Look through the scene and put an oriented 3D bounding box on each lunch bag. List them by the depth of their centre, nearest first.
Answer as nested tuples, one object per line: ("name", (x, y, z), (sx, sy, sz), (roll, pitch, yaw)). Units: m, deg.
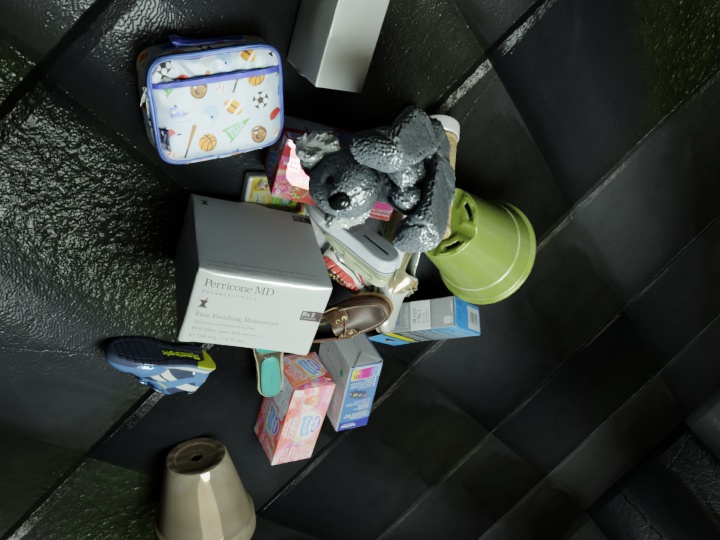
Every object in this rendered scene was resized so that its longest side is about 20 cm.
("lunch bag", (-0.203, -0.236, 0.946), (0.197, 0.076, 0.162), (-16, 130, -25))

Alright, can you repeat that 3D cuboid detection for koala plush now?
("koala plush", (0.014, -0.126, 0.956), (0.197, 0.185, 0.179), (-11, 122, 30))

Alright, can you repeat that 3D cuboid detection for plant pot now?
("plant pot", (0.187, -0.058, 1.244), (0.201, 0.200, 0.189), (-50, 146, 12))
("plant pot", (-0.306, 0.430, 1.351), (0.197, 0.200, 0.177), (-12, 115, -26))

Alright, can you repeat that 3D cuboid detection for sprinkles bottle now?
("sprinkles bottle", (0.124, -0.154, 1.157), (0.068, 0.067, 0.204), (27, 63, -45))

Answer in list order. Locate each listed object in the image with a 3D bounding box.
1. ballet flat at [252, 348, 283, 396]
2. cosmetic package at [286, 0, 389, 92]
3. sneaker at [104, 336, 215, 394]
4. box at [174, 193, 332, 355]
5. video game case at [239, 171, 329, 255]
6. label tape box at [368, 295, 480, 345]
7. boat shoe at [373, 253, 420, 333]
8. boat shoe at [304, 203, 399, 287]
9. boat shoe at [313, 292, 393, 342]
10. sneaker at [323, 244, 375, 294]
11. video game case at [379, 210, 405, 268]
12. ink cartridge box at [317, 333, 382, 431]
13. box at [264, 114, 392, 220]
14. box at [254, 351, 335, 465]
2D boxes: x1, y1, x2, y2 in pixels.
("ballet flat", (-0.171, 0.140, 1.285), (0.066, 0.063, 0.203), (-2, 119, -21))
("cosmetic package", (-0.024, -0.356, 0.947), (0.089, 0.107, 0.202), (-4, 128, -32))
("sneaker", (-0.342, 0.168, 1.179), (0.198, 0.074, 0.083), (20, 114, -42))
("box", (-0.167, 0.004, 1.044), (0.196, 0.201, 0.132), (9, 123, -22))
("video game case", (-0.124, -0.070, 1.172), (0.179, 0.023, 0.202), (-4, 127, -33))
("label tape box", (0.125, 0.104, 1.415), (0.197, 0.065, 0.144), (-9, 164, 27))
("boat shoe", (0.070, 0.017, 1.274), (0.075, 0.067, 0.204), (8, 91, -69))
("boat shoe", (-0.023, -0.051, 1.100), (0.071, 0.200, 0.063), (-21, 145, -42))
("boat shoe", (-0.037, 0.094, 1.246), (0.197, 0.071, 0.071), (-16, 111, 26))
("sneaker", (0.000, 0.000, 1.272), (0.083, 0.077, 0.200), (-59, 149, -6))
("video game case", (0.071, -0.136, 1.132), (0.022, 0.183, 0.203), (10, 121, -11))
("ink cartridge box", (-0.032, 0.217, 1.385), (0.075, 0.137, 0.203), (-4, 127, -27))
("box", (-0.039, -0.157, 1.069), (0.197, 0.100, 0.097), (10, 120, -22))
("box", (-0.133, 0.273, 1.387), (0.093, 0.103, 0.203), (-2, 124, -33))
